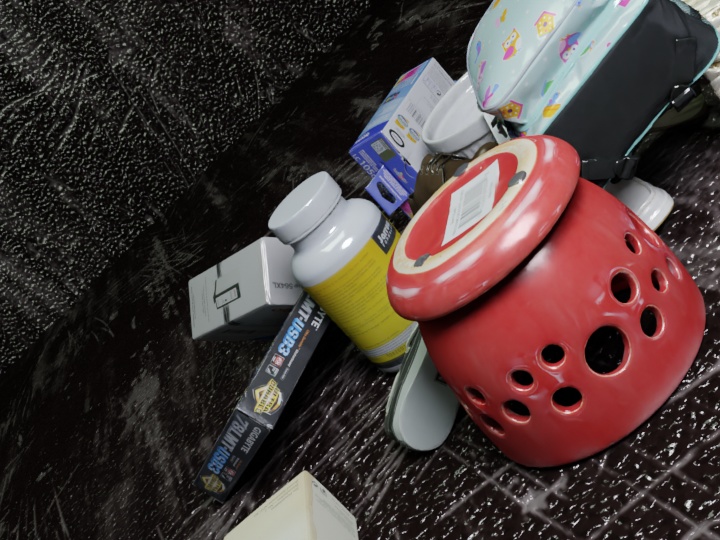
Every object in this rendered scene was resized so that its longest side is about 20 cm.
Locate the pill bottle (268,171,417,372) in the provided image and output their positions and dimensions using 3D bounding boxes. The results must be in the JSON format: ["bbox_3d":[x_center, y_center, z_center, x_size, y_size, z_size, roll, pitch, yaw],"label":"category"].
[{"bbox_3d":[0.000,0.000,1.035,0.111,0.200,0.112,-36,20,16],"label":"pill bottle"}]

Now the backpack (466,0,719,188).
[{"bbox_3d":[0.179,-0.184,0.857,0.177,0.152,0.201,-56,15,22],"label":"backpack"}]

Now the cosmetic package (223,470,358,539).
[{"bbox_3d":[-0.054,0.260,0.795,0.103,0.073,0.200,-41,18,9],"label":"cosmetic package"}]

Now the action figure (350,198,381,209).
[{"bbox_3d":[-0.037,-0.020,1.405,0.117,0.055,0.201,-29,27,31],"label":"action figure"}]

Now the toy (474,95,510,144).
[{"bbox_3d":[0.235,-0.175,1.073,0.198,0.047,0.116,-26,56,5],"label":"toy"}]

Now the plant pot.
[{"bbox_3d":[0.128,0.016,0.768,0.200,0.182,0.201,-41,17,16],"label":"plant pot"}]

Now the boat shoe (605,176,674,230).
[{"bbox_3d":[0.215,-0.072,0.944,0.071,0.069,0.200,-45,18,-4],"label":"boat shoe"}]

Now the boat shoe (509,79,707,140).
[{"bbox_3d":[0.234,-0.157,0.979,0.198,0.067,0.072,-16,12,-1],"label":"boat shoe"}]

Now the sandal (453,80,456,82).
[{"bbox_3d":[0.111,-0.256,1.569,0.087,0.080,0.200,-41,26,-5],"label":"sandal"}]

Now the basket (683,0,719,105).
[{"bbox_3d":[0.371,-0.228,0.860,0.199,0.123,0.136,-36,19,26],"label":"basket"}]

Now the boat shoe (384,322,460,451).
[{"bbox_3d":[0.075,0.063,0.911,0.202,0.070,0.064,-62,18,-10],"label":"boat shoe"}]

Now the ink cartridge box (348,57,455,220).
[{"bbox_3d":[0.076,-0.162,1.329,0.076,0.137,0.201,-25,26,48],"label":"ink cartridge box"}]

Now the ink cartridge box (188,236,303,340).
[{"bbox_3d":[-0.107,0.028,1.263,0.199,0.144,0.086,-25,68,50],"label":"ink cartridge box"}]

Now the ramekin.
[{"bbox_3d":[0.180,-0.185,1.208,0.199,0.105,0.201,-40,19,16],"label":"ramekin"}]

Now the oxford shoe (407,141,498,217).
[{"bbox_3d":[0.100,-0.100,1.140,0.072,0.085,0.200,-35,-4,-30],"label":"oxford shoe"}]

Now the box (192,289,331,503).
[{"bbox_3d":[-0.099,0.129,1.109,0.200,0.049,0.201,-63,2,-40],"label":"box"}]
